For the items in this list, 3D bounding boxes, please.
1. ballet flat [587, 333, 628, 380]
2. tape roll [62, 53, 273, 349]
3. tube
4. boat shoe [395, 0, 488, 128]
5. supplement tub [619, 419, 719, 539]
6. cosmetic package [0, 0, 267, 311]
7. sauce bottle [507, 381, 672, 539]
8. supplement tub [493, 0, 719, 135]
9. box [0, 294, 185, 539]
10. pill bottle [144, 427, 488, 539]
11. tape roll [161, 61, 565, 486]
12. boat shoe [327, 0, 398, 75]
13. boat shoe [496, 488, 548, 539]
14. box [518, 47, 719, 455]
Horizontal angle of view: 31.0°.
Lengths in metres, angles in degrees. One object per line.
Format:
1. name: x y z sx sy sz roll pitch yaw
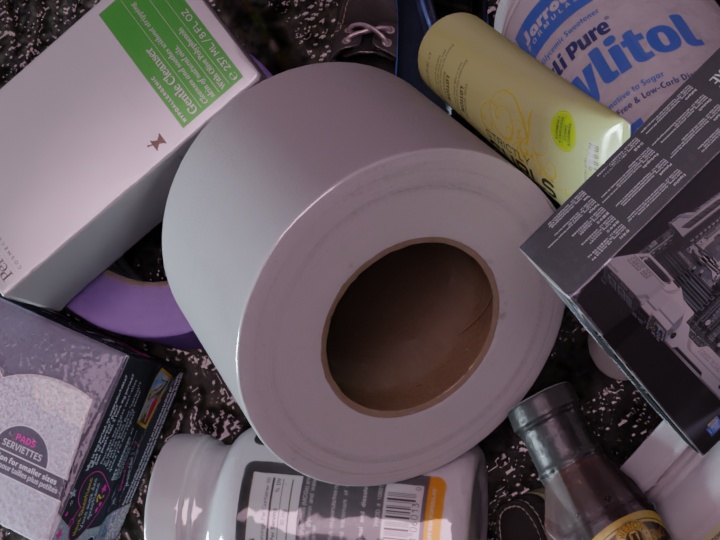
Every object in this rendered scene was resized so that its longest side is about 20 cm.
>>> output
1. ballet flat: 0.213 -0.016 0.796 0.200 0.069 0.069 -45 75 3
2. tape roll: -0.122 -0.052 0.865 0.196 0.085 0.204 -2 81 13
3. tube: 0.092 -0.084 0.698 0.052 0.058 0.200 -51 37 10
4. boat shoe: 0.065 -0.183 0.840 0.083 0.068 0.204 1 79 -31
5. supplement tub: 0.256 0.140 0.722 0.200 0.145 0.145 44 92 14
6. cosmetic package: -0.154 -0.081 0.790 0.199 0.085 0.108 -41 78 2
7. sauce bottle: 0.138 0.159 0.696 0.065 0.066 0.202 -29 75 6
8. supplement tub: 0.166 -0.093 0.748 0.130 0.132 0.202 -27 50 7
9. box: -0.241 0.083 0.854 0.197 0.115 0.134 22 86 15
10. pill bottle: -0.024 0.155 0.796 0.196 0.116 0.119 3 82 13
11. tape roll: 0.000 0.000 0.738 0.203 0.203 0.139 -45 37 2
12. boat shoe: 0.008 -0.112 0.859 0.066 0.057 0.204 1 82 12
13. boat shoe: 0.105 0.225 0.728 0.065 0.072 0.204 0 69 -30
14. box: 0.193 -0.027 0.625 0.200 0.158 0.050 -44 41 2
